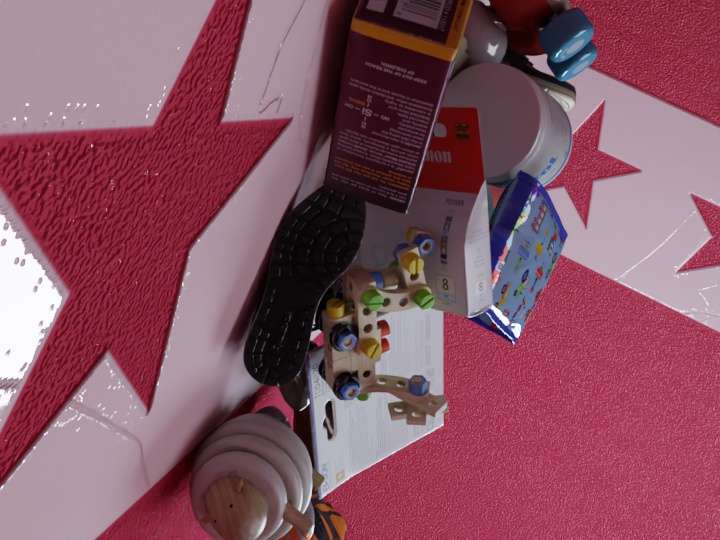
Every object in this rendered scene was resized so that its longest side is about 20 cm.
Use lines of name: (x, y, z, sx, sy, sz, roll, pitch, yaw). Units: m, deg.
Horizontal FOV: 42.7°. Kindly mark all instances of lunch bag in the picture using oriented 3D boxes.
lunch bag: (0.167, -0.015, 1.046, 0.152, 0.093, 0.200, -62, 165, -6)

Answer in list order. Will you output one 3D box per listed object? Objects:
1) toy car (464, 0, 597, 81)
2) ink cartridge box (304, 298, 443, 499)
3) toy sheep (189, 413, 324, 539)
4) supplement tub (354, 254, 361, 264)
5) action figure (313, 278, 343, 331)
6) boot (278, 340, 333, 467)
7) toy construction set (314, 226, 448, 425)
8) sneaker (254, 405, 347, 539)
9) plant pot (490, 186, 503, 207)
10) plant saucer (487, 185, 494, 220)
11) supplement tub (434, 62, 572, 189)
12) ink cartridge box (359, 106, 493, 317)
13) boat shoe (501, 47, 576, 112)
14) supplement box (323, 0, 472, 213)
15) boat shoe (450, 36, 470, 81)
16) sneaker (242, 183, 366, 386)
toy car: (0.157, -0.292, 1.131, 0.199, 0.186, 0.177, -34, 168, 13)
ink cartridge box: (0.012, 0.130, 1.043, 0.198, 0.040, 0.203, -23, 125, -33)
toy sheep: (-0.107, 0.213, 0.940, 0.200, 0.136, 0.140, -79, -167, -77)
supplement tub: (0.070, -0.050, 1.250, 0.200, 0.143, 0.146, -54, 168, -53)
action figure: (0.000, 0.000, 1.096, 0.118, 0.101, 0.202, -13, 130, -61)
boot: (-0.063, 0.165, 1.106, 0.200, 0.063, 0.189, 86, -11, -81)
toy construction set: (0.025, 0.066, 0.923, 0.092, 0.129, 0.203, 29, -47, 60)
sneaker: (-0.080, 0.260, 1.082, 0.077, 0.201, 0.112, -30, 136, 8)
plant pot: (0.184, -0.189, 1.468, 0.203, 0.175, 0.201, -62, 173, -13)
plant saucer: (0.134, -0.074, 1.185, 0.199, 0.035, 0.204, 28, 58, -57)
supplement tub: (0.175, -0.165, 1.100, 0.134, 0.131, 0.199, -65, 159, 11)
ink cartridge box: (0.060, -0.065, 0.952, 0.047, 0.159, 0.203, -19, 111, -37)
boat shoe: (0.194, -0.265, 1.216, 0.072, 0.197, 0.066, 77, 33, -69)
supplement box: (0.032, -0.160, 0.789, 0.201, 0.084, 0.111, 104, 4, -55)
boat shoe: (0.078, -0.235, 1.015, 0.071, 0.063, 0.200, -46, 173, 1)
sneaker: (-0.061, 0.005, 0.886, 0.202, 0.075, 0.088, -64, -169, 3)
